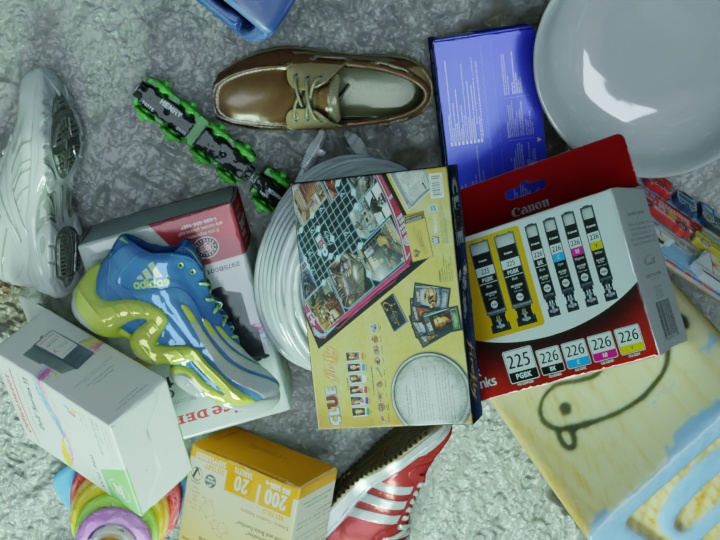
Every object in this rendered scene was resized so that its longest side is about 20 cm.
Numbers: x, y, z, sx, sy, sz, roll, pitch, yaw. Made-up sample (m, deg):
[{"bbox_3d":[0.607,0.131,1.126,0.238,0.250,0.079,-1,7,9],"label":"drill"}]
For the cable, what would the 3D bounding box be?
[{"bbox_3d":[0.000,0.000,1.106,0.199,0.069,0.201,36,81,-35],"label":"cable"}]

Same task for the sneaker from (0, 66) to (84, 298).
[{"bbox_3d":[-0.302,-0.078,1.099,0.098,0.078,0.203,4,96,15],"label":"sneaker"}]

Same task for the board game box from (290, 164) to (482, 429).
[{"bbox_3d":[0.021,0.023,0.994,0.134,0.035,0.203,-4,95,20],"label":"board game box"}]

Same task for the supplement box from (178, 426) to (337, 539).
[{"bbox_3d":[-0.105,0.267,1.174,0.125,0.073,0.203,16,105,26],"label":"supplement box"}]

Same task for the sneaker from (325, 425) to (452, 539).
[{"bbox_3d":[0.038,0.230,1.202,0.200,0.071,0.113,-42,100,15],"label":"sneaker"}]

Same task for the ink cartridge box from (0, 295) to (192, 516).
[{"bbox_3d":[-0.246,0.114,1.080,0.067,0.199,0.118,-40,139,-33],"label":"ink cartridge box"}]

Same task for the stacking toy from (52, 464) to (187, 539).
[{"bbox_3d":[-0.220,0.235,1.119,0.115,0.200,0.110,-32,104,4],"label":"stacking toy"}]

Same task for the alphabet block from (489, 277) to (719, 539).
[{"bbox_3d":[0.254,0.127,1.088,0.195,0.201,0.196,-43,136,8],"label":"alphabet block"}]

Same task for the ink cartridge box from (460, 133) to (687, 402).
[{"bbox_3d":[0.138,0.002,1.006,0.198,0.084,0.178,-19,86,30],"label":"ink cartridge box"}]

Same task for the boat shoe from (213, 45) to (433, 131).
[{"bbox_3d":[-0.031,-0.159,1.094,0.197,0.074,0.077,-5,105,-3],"label":"boat shoe"}]

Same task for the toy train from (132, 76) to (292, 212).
[{"bbox_3d":[-0.120,-0.105,1.111,0.199,0.056,0.042,38,98,-14],"label":"toy train"}]

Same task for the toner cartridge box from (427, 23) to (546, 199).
[{"bbox_3d":[0.119,-0.117,1.132,0.094,0.043,0.203,-7,105,-1],"label":"toner cartridge box"}]

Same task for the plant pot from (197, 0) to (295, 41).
[{"bbox_3d":[-0.103,-0.315,0.991,0.199,0.200,0.181,38,92,-12],"label":"plant pot"}]

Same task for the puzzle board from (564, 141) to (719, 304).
[{"bbox_3d":[0.266,-0.051,1.106,0.199,0.151,0.017,31,121,-11],"label":"puzzle board"}]

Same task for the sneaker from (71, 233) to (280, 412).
[{"bbox_3d":[-0.141,0.038,1.052,0.198,0.076,0.106,28,100,-9],"label":"sneaker"}]

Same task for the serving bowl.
[{"bbox_3d":[0.249,-0.184,1.054,0.197,0.066,0.203,7,115,15],"label":"serving bowl"}]

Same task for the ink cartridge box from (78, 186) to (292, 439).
[{"bbox_3d":[-0.155,0.043,1.134,0.144,0.083,0.203,-16,105,0],"label":"ink cartridge box"}]
